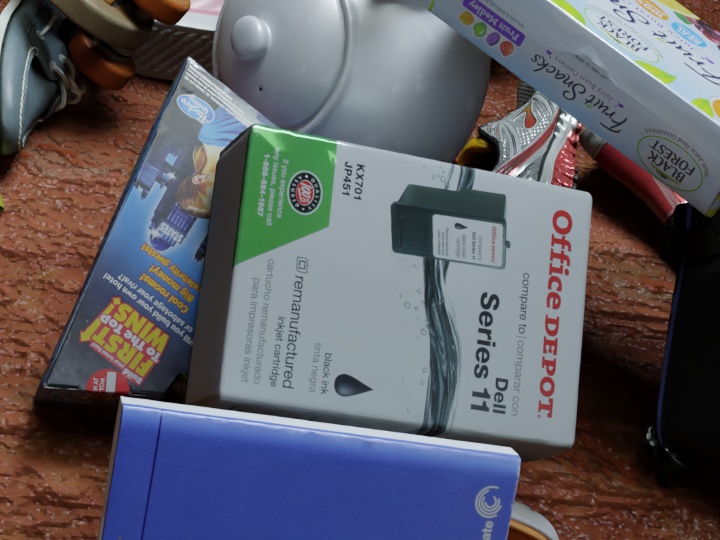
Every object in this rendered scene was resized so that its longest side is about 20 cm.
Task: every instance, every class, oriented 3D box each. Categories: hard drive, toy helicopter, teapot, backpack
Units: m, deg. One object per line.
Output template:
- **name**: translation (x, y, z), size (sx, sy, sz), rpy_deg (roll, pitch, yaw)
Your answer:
- **hard drive**: translation (-0.029, 0.141, 0.780), size (0.198, 0.133, 0.025), rpy_deg (9, 7, -13)
- **toy helicopter**: translation (-0.193, -0.222, 1.083), size (0.132, 0.079, 0.201), rpy_deg (32, 26, -29)
- **teapot**: translation (-0.027, -0.134, 1.003), size (0.196, 0.202, 0.145), rpy_deg (21, 14, 40)
- **backpack**: translation (0.280, 0.024, 0.989), size (0.146, 0.185, 0.200), rpy_deg (13, 24, 28)

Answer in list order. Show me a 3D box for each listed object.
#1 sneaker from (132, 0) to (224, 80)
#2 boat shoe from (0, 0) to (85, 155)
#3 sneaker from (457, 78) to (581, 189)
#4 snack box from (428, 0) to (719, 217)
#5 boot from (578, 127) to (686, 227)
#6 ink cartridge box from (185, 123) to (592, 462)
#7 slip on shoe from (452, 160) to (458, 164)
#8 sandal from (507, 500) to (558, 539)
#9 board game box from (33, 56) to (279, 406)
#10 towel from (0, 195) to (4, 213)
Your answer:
- **sneaker**: translation (-0.075, -0.179, 1.163), size (0.198, 0.076, 0.105), rpy_deg (12, 45, -3)
- **boat shoe**: translation (-0.212, -0.142, 1.068), size (0.061, 0.073, 0.201), rpy_deg (9, 35, -7)
- **sneaker**: translation (0.115, -0.092, 1.144), size (0.081, 0.078, 0.201), rpy_deg (14, 37, 2)
- **snack box**: translation (0.152, -0.127, 0.928), size (0.199, 0.053, 0.142), rpy_deg (38, 32, 11)
- **boot**: translation (0.263, -0.076, 1.206), size (0.145, 0.073, 0.199), rpy_deg (50, 39, 13)
- **ink cartridge box**: translation (0.018, 0.017, 0.855), size (0.198, 0.083, 0.148), rpy_deg (9, 77, -18)
- **slip on shoe**: translation (0.074, -0.014, 1.045), size (0.061, 0.074, 0.201), rpy_deg (-4, 50, -36)
- **sandal**: translation (0.011, 0.139, 0.832), size (0.205, 0.080, 0.059), rpy_deg (15, 36, -9)
- **board game box**: translation (-0.081, 0.021, 0.902), size (0.199, 0.062, 0.201), rpy_deg (38, 71, -6)
- **towel**: translation (-0.295, -0.106, 1.034), size (0.085, 0.018, 0.201), rpy_deg (-6, 46, -27)
